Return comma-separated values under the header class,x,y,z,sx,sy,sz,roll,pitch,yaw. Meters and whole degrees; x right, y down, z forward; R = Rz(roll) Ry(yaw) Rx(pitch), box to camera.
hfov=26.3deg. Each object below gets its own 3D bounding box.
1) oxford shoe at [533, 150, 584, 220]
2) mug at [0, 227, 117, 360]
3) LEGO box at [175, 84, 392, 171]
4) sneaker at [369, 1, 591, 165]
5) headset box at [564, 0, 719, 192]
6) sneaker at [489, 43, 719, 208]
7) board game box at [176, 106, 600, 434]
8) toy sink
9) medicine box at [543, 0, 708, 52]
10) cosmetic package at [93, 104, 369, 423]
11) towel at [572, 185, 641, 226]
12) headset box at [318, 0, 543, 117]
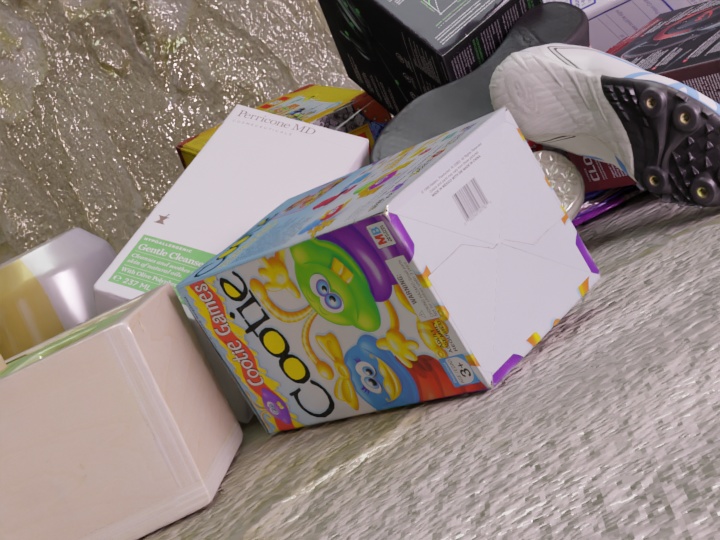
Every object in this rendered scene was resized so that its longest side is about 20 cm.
class,x,y,z,sx,sy,sz,roll,pitch,yaw
oxford shoe,0.055,-0.005,0.971,0.198,0.076,0.058,-31,-20,-3
mug,-0.227,0.060,1.167,0.148,0.155,0.186,-21,8,30
LEGO box,-0.064,-0.098,1.352,0.148,0.078,0.200,-25,16,-13
sneaker,0.093,-0.088,1.060,0.067,0.109,0.201,27,57,36
headset box,0.230,-0.125,1.014,0.148,0.076,0.199,-37,18,-35
sneaker,0.164,-0.093,0.921,0.072,0.073,0.199,-17,32,-36
board game box,0.010,0.007,0.820,0.105,0.104,0.199,-40,13,-36
toy sink,-0.181,0.100,0.844,0.198,0.113,0.130,-26,6,7
medicine box,0.244,-0.214,1.258,0.198,0.104,0.181,-21,-36,33
cosmetic package,-0.077,-0.009,1.000,0.106,0.086,0.201,15,46,16
towel,0.162,-0.057,1.119,0.198,0.023,0.144,-27,7,-6
headset box,0.050,-0.186,1.175,0.093,0.200,0.175,-40,-35,-10
